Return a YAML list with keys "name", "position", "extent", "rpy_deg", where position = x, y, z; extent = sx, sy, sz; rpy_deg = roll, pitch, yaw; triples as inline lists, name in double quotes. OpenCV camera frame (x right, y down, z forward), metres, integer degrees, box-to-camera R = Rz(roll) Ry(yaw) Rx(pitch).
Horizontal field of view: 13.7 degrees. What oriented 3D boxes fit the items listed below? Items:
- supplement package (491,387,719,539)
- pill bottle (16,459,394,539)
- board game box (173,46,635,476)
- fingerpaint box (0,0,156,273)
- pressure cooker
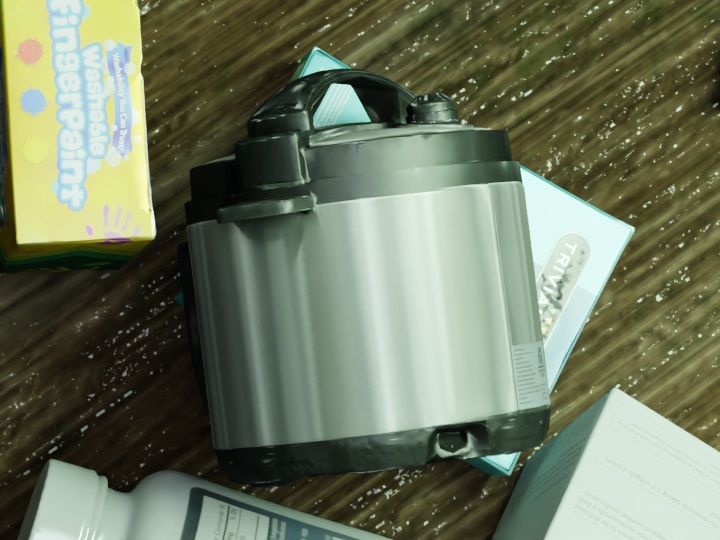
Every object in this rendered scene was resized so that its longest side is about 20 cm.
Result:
- name: "supplement package"
  position: [0.119, 0.185, 1.539]
  extent: [0.117, 0.117, 0.200]
  rpy_deg: [32, 59, -7]
- name: "pill bottle"
  position: [-0.079, 0.169, 1.531]
  extent: [0.199, 0.120, 0.120]
  rpy_deg: [19, 82, -8]
- name: "board game box"
  position: [0.023, -0.003, 1.603]
  extent: [0.200, 0.047, 0.151]
  rpy_deg: [29, 81, -7]
- name: "fingerpaint box"
  position: [-0.154, -0.105, 1.518]
  extent: [0.073, 0.167, 0.201]
  rpy_deg: [-3, 86, -11]
- name: "pressure cooker"
  position: [0.003, 0.000, 1.486]
  extent: [0.178, 0.176, 0.201]
  rpy_deg: [-7, 90, -15]
